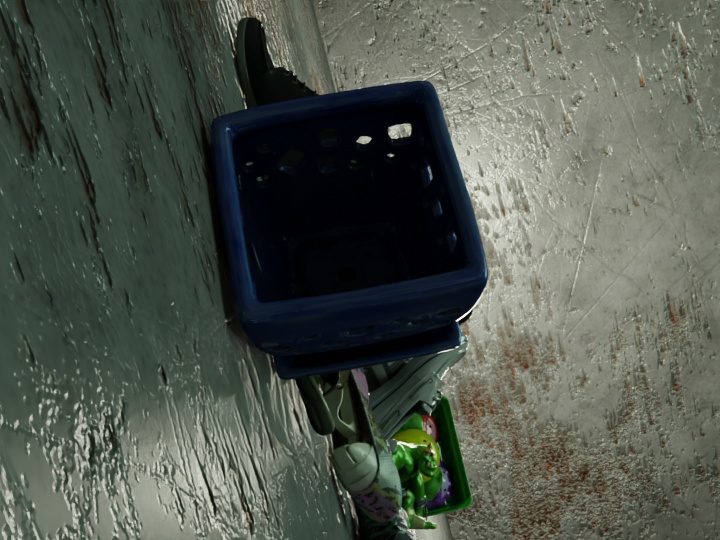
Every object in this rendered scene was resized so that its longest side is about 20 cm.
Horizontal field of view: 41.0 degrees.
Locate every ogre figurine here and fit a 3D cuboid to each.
[{"bbox_3d":[0.053,0.295,1.323,0.199,0.097,0.121,17,69,-51],"label":"ogre figurine"}]

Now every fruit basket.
[{"bbox_3d":[0.105,0.323,1.672,0.215,0.154,0.218,171,-90,-77],"label":"fruit basket"}]

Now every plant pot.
[{"bbox_3d":[-0.010,-0.022,0.837,0.180,0.198,0.202,83,-5,-63],"label":"plant pot"}]

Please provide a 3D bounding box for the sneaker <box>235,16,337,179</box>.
[{"bbox_3d":[-0.075,-0.201,1.097,0.075,0.105,0.202,49,27,-80],"label":"sneaker"}]

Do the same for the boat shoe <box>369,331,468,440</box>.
[{"bbox_3d":[0.073,0.161,1.251,0.067,0.199,0.074,48,-10,23],"label":"boat shoe"}]

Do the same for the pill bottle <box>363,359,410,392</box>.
[{"bbox_3d":[0.014,0.095,1.277,0.200,0.115,0.118,68,9,-66],"label":"pill bottle"}]

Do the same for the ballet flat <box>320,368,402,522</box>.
[{"bbox_3d":[-0.011,0.181,1.071,0.071,0.069,0.202,31,38,-58],"label":"ballet flat"}]

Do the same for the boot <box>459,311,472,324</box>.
[{"bbox_3d":[0.046,-0.025,1.171,0.200,0.077,0.139,39,25,-38],"label":"boot"}]

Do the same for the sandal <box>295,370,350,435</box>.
[{"bbox_3d":[-0.039,0.084,0.974,0.202,0.057,0.080,-97,172,-60],"label":"sandal"}]

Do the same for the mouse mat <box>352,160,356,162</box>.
[{"bbox_3d":[-0.037,-0.139,1.225,0.160,0.008,0.200,33,-5,7],"label":"mouse mat"}]

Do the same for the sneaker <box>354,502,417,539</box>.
[{"bbox_3d":[0.019,0.294,1.102,0.088,0.074,0.200,62,-3,-11],"label":"sneaker"}]
